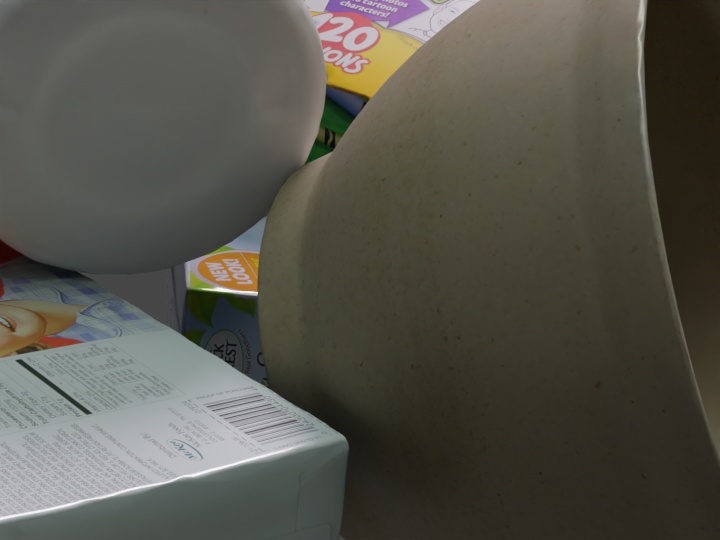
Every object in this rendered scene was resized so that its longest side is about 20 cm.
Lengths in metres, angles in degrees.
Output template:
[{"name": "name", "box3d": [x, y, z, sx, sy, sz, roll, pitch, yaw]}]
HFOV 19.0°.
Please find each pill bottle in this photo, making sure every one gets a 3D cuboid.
[{"name": "pill bottle", "box3d": [-0.089, -0.099, 0.676, 0.114, 0.115, 0.200, 0, 35, -21]}]

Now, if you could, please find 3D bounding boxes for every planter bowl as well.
[{"name": "planter bowl", "box3d": [0.055, 0.012, 0.606, 0.134, 0.201, 0.200, -12, 10, 25]}]

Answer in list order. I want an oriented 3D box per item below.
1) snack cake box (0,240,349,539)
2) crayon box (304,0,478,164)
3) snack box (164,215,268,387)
[{"name": "snack cake box", "box3d": [-0.110, 0.047, 0.588, 0.115, 0.068, 0.200, -10, 26, -38]}, {"name": "crayon box", "box3d": [0.015, -0.079, 0.780, 0.199, 0.058, 0.119, 19, 48, 29]}, {"name": "snack box", "box3d": [0.000, 0.000, 0.784, 0.141, 0.053, 0.200, 4, 19, -8]}]
